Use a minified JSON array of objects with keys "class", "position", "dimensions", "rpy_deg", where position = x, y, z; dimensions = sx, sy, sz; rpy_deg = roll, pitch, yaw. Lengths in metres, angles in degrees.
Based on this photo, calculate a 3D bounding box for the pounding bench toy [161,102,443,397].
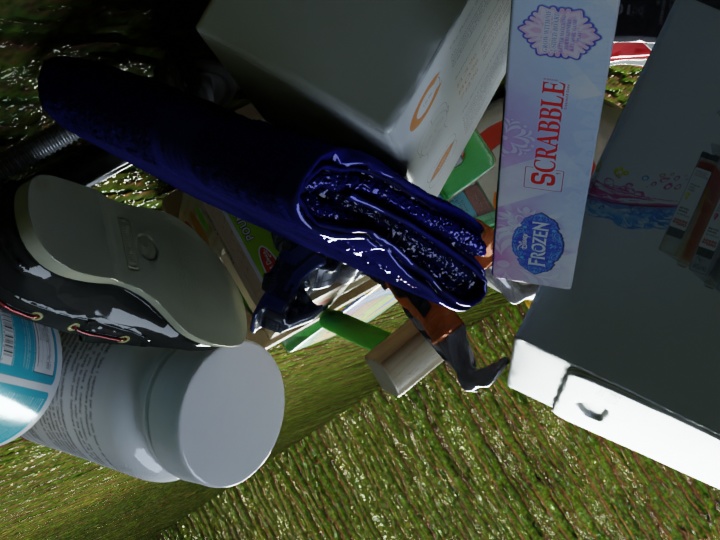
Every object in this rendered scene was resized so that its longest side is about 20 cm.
[{"class":"pounding bench toy","position":[-0.028,-0.002,0.929],"dimensions":[0.124,0.201,0.156],"rpy_deg":[-28,174,-16]}]

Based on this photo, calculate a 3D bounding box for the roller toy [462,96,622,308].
[{"class":"roller toy","position":[0.176,-0.068,1.282],"dimensions":[0.182,0.200,0.140],"rpy_deg":[-42,168,24]}]

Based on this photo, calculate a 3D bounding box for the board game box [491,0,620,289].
[{"class":"board game box","position":[0.094,-0.129,0.625],"dimensions":[0.041,0.201,0.200],"rpy_deg":[8,148,8]}]

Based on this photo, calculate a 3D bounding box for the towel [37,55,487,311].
[{"class":"towel","position":[-0.045,-0.049,0.665],"dimensions":[0.147,0.199,0.050],"rpy_deg":[30,85,-50]}]

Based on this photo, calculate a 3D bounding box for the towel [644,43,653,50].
[{"class":"towel","position":[0.239,-0.190,0.915],"dimensions":[0.144,0.200,0.023],"rpy_deg":[-36,-157,33]}]

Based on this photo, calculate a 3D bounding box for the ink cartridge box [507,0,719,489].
[{"class":"ink cartridge box","position":[0.181,-0.006,0.741],"dimensions":[0.201,0.144,0.145],"rpy_deg":[-62,170,-9]}]

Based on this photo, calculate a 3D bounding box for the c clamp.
[{"class":"c clamp","position":[-0.151,-0.067,0.762],"dimensions":[0.199,0.027,0.171],"rpy_deg":[-29,170,-13]}]

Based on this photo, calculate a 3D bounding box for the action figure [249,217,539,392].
[{"class":"action figure","position":[0.000,0.000,0.803],"dimensions":[0.200,0.193,0.105],"rpy_deg":[-53,176,-40]}]

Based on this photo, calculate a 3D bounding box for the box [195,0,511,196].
[{"class":"box","position":[0.012,-0.117,0.676],"dimensions":[0.125,0.097,0.200],"rpy_deg":[-61,171,-4]}]

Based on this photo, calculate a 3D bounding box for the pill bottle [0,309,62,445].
[{"class":"pill bottle","position":[-0.240,0.048,0.822],"dimensions":[0.110,0.111,0.200],"rpy_deg":[-31,170,-1]}]

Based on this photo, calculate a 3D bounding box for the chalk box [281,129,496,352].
[{"class":"chalk box","position":[0.010,-0.048,1.070],"dimensions":[0.200,0.125,0.124],"rpy_deg":[-39,169,33]}]

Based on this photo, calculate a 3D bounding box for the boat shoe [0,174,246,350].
[{"class":"boat shoe","position":[-0.137,0.004,0.794],"dimensions":[0.063,0.074,0.201],"rpy_deg":[-25,153,25]}]

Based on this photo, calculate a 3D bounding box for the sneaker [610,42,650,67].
[{"class":"sneaker","position":[0.177,-0.177,0.981],"dimensions":[0.199,0.079,0.115],"rpy_deg":[-19,173,25]}]

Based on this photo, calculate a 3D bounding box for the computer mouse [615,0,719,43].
[{"class":"computer mouse","position":[0.183,-0.179,0.885],"dimensions":[0.053,0.199,0.139],"rpy_deg":[-72,172,-60]}]

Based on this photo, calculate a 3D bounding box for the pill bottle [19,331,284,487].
[{"class":"pill bottle","position":[-0.154,0.077,0.952],"dimensions":[0.199,0.114,0.113],"rpy_deg":[10,-159,41]}]
